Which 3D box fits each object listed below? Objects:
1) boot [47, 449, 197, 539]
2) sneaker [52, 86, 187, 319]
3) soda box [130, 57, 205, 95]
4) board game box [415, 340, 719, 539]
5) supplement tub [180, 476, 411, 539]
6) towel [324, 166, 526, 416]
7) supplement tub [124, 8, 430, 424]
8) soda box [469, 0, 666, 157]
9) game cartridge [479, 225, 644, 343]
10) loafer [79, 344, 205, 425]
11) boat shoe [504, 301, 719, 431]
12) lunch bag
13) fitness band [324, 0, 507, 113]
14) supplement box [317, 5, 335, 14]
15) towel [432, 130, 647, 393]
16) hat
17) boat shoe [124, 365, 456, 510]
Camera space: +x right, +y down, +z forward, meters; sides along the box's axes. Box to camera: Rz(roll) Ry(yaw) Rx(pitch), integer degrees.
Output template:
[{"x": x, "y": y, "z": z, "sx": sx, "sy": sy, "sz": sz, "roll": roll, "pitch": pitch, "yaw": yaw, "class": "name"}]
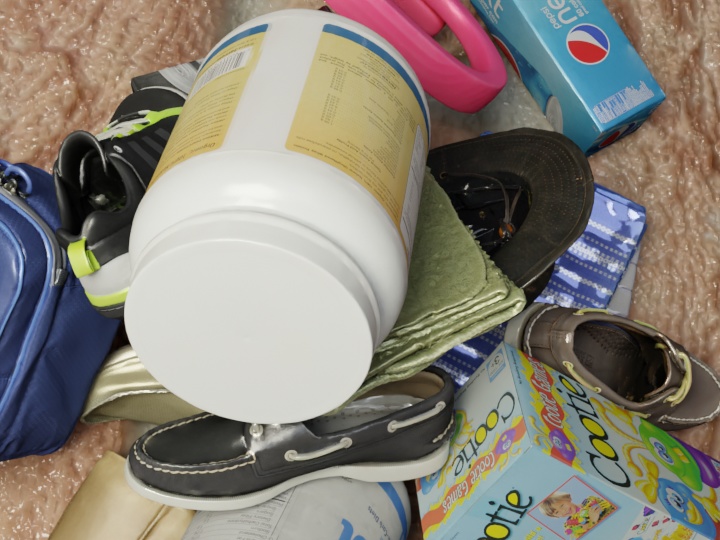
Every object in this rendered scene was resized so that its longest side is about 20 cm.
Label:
[{"x": -0.154, "y": 0.244, "z": 0.790, "sx": 0.175, "sy": 0.066, "sz": 0.200, "roll": 35, "pitch": 71, "yaw": 2, "class": "boot"}, {"x": -0.137, "y": -0.062, "z": 0.725, "sx": 0.072, "sy": 0.083, "sz": 0.200, "roll": -21, "pitch": 41, "yaw": 14, "class": "sneaker"}, {"x": -0.061, "y": -0.124, "z": 0.899, "sx": 0.199, "sy": 0.063, "sz": 0.071, "roll": -18, "pitch": 56, "yaw": -13, "class": "soda box"}, {"x": 0.145, "y": 0.151, "z": 0.787, "sx": 0.200, "sy": 0.105, "sz": 0.103, "roll": 29, "pitch": 27, "yaw": -21, "class": "board game box"}, {"x": -0.054, "y": 0.196, "z": 0.740, "sx": 0.132, "sy": 0.132, "sz": 0.200, "roll": 27, "pitch": 37, "yaw": 0, "class": "supplement tub"}, {"x": 0.000, "y": 0.000, "z": 0.752, "sx": 0.148, "sy": 0.037, "sz": 0.200, "roll": -23, "pitch": 38, "yaw": -6, "class": "towel"}, {"x": -0.041, "y": -0.033, "z": 0.661, "sx": 0.144, "sy": 0.145, "sz": 0.200, "roll": 16, "pitch": 42, "yaw": -3, "class": "supplement tub"}, {"x": 0.148, "y": -0.189, "z": 0.955, "sx": 0.064, "sy": 0.068, "sz": 0.200, "roll": -28, "pitch": 80, "yaw": -14, "class": "soda box"}, {"x": 0.104, "y": -0.005, "z": 0.915, "sx": 0.199, "sy": 0.038, "sz": 0.130, "roll": 16, "pitch": 77, "yaw": -3, "class": "game cartridge"}, {"x": -0.100, "y": 0.086, "z": 0.836, "sx": 0.199, "sy": 0.076, "sz": 0.068, "roll": -5, "pitch": 69, "yaw": -10, "class": "loafer"}, {"x": 0.191, "y": 0.070, "z": 0.852, "sx": 0.200, "sy": 0.059, "sz": 0.072, "roll": 23, "pitch": 79, "yaw": -31, "class": "boat shoe"}, {"x": -0.239, "y": 0.024, "z": 0.754, "sx": 0.136, "sy": 0.132, "sz": 0.200, "roll": 32, "pitch": 108, "yaw": 21, "class": "lunch bag"}, {"x": 0.025, "y": -0.192, "z": 0.875, "sx": 0.200, "sy": 0.144, "sz": 0.037, "roll": 39, "pitch": 115, "yaw": -17, "class": "fitness band"}, {"x": -0.071, "y": -0.075, "z": 0.838, "sx": 0.200, "sy": 0.109, "sz": 0.061, "roll": -36, "pitch": 41, "yaw": 2, "class": "supplement box"}, {"x": 0.109, "y": 0.009, "z": 0.883, "sx": 0.145, "sy": 0.024, "sz": 0.200, "roll": 28, "pitch": 72, "yaw": 2, "class": "towel"}, {"x": 0.069, "y": -0.010, "z": 0.829, "sx": 0.200, "sy": 0.081, "sz": 0.201, "roll": -17, "pitch": 39, "yaw": 14, "class": "hat"}, {"x": -0.038, "y": 0.093, "z": 0.723, "sx": 0.199, "sy": 0.060, "sz": 0.074, "roll": -3, "pitch": 35, "yaw": -13, "class": "boat shoe"}]
